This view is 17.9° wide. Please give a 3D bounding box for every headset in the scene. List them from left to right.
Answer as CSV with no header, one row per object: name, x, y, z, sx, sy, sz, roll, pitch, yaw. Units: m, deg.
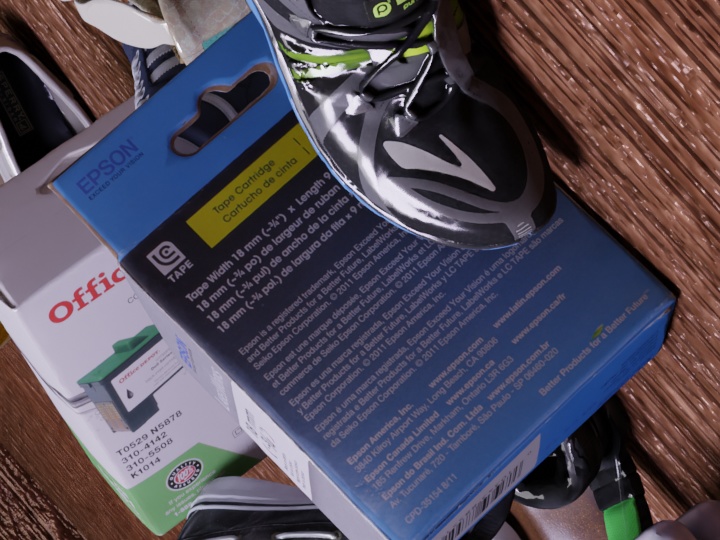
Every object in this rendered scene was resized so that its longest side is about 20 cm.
headset,0.063,0.072,0.968,0.094,0.123,0.201,-35,78,50

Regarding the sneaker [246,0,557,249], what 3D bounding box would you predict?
sneaker,0.004,-0.087,0.802,0.200,0.071,0.083,57,169,-17

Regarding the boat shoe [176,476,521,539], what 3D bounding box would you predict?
boat shoe,-0.011,0.154,1.181,0.199,0.071,0.072,-2,133,34

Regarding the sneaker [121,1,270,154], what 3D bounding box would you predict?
sneaker,-0.081,-0.066,1.014,0.200,0.108,0.070,28,154,53

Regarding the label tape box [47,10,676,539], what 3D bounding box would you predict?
label tape box,0.000,0.000,0.886,0.200,0.144,0.063,45,166,16

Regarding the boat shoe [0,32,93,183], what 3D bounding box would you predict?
boat shoe,-0.177,-0.057,1.386,0.200,0.072,0.066,63,165,-19

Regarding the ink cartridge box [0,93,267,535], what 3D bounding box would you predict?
ink cartridge box,-0.106,0.022,1.214,0.084,0.146,0.200,43,166,43

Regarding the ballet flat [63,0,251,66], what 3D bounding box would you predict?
ballet flat,-0.111,-0.141,1.006,0.200,0.062,0.068,32,157,47

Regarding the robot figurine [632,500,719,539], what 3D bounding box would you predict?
robot figurine,0.168,0.191,0.905,0.113,0.169,0.200,-45,73,34

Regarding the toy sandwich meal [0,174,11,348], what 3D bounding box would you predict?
toy sandwich meal,-0.256,-0.031,1.426,0.070,0.205,0.205,0,131,49

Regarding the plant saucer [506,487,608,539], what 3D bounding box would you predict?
plant saucer,0.064,0.106,1.179,0.200,0.032,0.200,45,164,17
